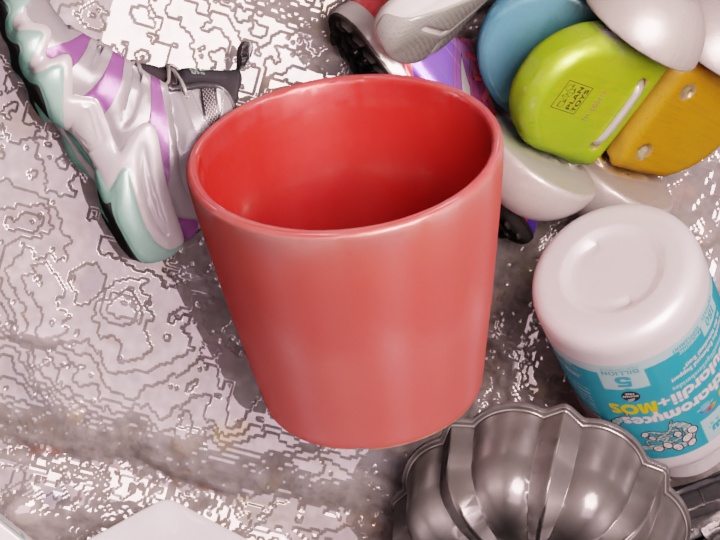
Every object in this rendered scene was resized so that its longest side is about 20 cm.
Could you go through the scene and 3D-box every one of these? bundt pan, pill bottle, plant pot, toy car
[{"bbox_3d":[0.110,0.188,1.548,0.201,0.076,0.203,6,118,11],"label":"bundt pan"},{"bbox_3d":[0.187,0.054,1.556,0.111,0.111,0.200,-41,140,-8],"label":"pill bottle"},{"bbox_3d":[0.000,0.000,1.501,0.200,0.201,0.178,-15,122,-12],"label":"plant pot"},{"bbox_3d":[0.153,-0.129,1.554,0.200,0.150,0.175,6,127,-49],"label":"toy car"}]

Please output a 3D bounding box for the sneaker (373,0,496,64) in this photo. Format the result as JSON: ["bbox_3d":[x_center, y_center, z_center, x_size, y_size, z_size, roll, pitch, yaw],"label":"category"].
[{"bbox_3d":[0.053,-0.195,1.543,0.080,0.070,0.200,48,40,1],"label":"sneaker"}]

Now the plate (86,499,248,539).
[{"bbox_3d":[-0.094,0.219,1.466,0.200,0.199,0.032,25,112,21],"label":"plate"}]

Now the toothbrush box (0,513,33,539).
[{"bbox_3d":[-0.265,0.249,1.513,0.146,0.085,0.200,42,82,-11],"label":"toothbrush box"}]

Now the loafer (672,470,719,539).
[{"bbox_3d":[0.230,0.175,1.610,0.200,0.068,0.071,-12,69,4],"label":"loafer"}]

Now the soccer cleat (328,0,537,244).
[{"bbox_3d":[0.064,-0.108,1.584,0.073,0.068,0.200,-40,98,-15],"label":"soccer cleat"}]

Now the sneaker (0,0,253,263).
[{"bbox_3d":[-0.133,-0.119,1.538,0.140,0.078,0.200,-33,108,-11],"label":"sneaker"}]
